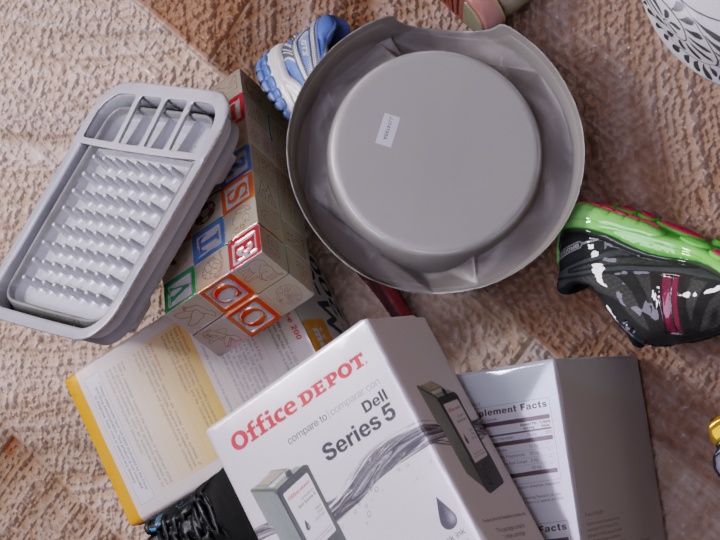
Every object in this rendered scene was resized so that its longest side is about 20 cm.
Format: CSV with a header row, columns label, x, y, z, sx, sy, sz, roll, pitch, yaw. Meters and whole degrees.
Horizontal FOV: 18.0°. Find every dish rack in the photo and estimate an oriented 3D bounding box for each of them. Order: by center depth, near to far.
label,x,y,z,sx,sy,sz,roll,pitch,yaw
dish rack,-0.168,-0.036,1.594,0.172,0.044,0.200,11,67,51

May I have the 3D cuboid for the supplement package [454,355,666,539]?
label,x,y,z,sx,sy,sz,roll,pitch,yaw
supplement package,0.106,0.166,1.515,0.151,0.152,0.200,-11,84,27

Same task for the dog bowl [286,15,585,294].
label,x,y,z,sx,sy,sz,roll,pitch,yaw
dog bowl,0.050,-0.076,1.546,0.200,0.059,0.200,0,78,-1

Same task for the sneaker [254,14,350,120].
label,x,y,z,sx,sy,sz,roll,pitch,yaw
sneaker,0.009,-0.103,1.610,0.085,0.077,0.200,-44,72,14

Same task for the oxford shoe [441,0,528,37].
label,x,y,z,sx,sy,sz,roll,pitch,yaw
oxford shoe,0.055,-0.253,1.604,0.074,0.071,0.200,-37,72,-5

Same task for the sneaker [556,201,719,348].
label,x,y,z,sx,sy,sz,roll,pitch,yaw
sneaker,0.217,0.019,1.514,0.200,0.077,0.084,26,107,34

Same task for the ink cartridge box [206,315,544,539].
label,x,y,z,sx,sy,sz,roll,pitch,yaw
ink cartridge box,0.014,0.148,1.430,0.145,0.084,0.200,-36,73,24

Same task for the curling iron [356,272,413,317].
label,x,y,z,sx,sy,sz,roll,pitch,yaw
curling iron,0.000,0.000,1.608,0.026,0.050,0.200,-20,96,55

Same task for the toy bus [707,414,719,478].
label,x,y,z,sx,sy,sz,roll,pitch,yaw
toy bus,0.303,0.171,1.467,0.078,0.065,0.200,-32,76,22

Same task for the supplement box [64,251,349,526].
label,x,y,z,sx,sy,sz,roll,pitch,yaw
supplement box,-0.101,0.086,1.660,0.200,0.074,0.126,-31,76,22

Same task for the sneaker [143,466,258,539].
label,x,y,z,sx,sy,sz,roll,pitch,yaw
sneaker,-0.106,0.189,1.601,0.200,0.082,0.073,118,141,-55

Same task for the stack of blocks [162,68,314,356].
label,x,y,z,sx,sy,sz,roll,pitch,yaw
stack of blocks,-0.103,-0.036,1.612,0.115,0.059,0.200,-34,39,21

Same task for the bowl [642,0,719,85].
label,x,y,z,sx,sy,sz,roll,pitch,yaw
bowl,0.259,-0.217,1.479,0.201,0.094,0.201,0,90,26
